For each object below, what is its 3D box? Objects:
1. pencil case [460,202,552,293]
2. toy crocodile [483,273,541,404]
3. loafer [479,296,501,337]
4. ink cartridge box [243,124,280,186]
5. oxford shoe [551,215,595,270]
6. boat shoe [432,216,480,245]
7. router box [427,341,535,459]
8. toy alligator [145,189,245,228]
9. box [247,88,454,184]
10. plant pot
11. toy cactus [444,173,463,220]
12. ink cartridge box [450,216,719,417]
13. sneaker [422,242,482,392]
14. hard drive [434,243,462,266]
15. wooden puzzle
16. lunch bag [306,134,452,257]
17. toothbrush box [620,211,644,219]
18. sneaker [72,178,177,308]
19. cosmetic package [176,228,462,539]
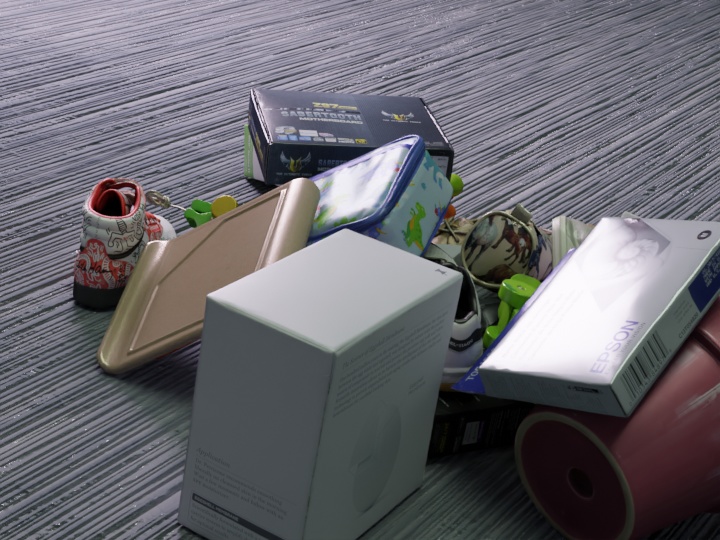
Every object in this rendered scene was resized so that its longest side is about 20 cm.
[{"bbox_3d":[0.171,-0.015,1.562,0.078,0.089,0.200,52,13,16],"label":"pencil case"},{"bbox_3d":[0.157,0.062,1.366,0.061,0.068,0.200,13,20,-10],"label":"toy crocodile"},{"bbox_3d":[0.184,0.060,1.514,0.199,0.068,0.071,-8,49,-40],"label":"loafer"},{"bbox_3d":[-0.052,-0.132,1.747,0.116,0.068,0.200,-1,9,-24],"label":"ink cartridge box"},{"bbox_3d":[0.214,0.042,1.430,0.057,0.202,0.075,-1,-19,5],"label":"oxford shoe"},{"bbox_3d":[0.104,-0.030,1.663,0.199,0.065,0.071,-12,33,-42],"label":"boat shoe"},{"bbox_3d":[0.062,0.097,1.387,0.148,0.052,0.200,-4,29,-34],"label":"router box"},{"bbox_3d":[-0.151,-0.045,1.609,0.198,0.059,0.055,10,65,17],"label":"toy alligator"},{"bbox_3d":[-0.014,-0.141,1.579,0.198,0.051,0.158,2,26,-12],"label":"box"},{"bbox_3d":[0.233,0.133,1.239,0.178,0.202,0.199,-28,43,-33],"label":"plant pot"},{"bbox_3d":[0.045,-0.076,1.647,0.198,0.103,0.165,-15,-6,-24],"label":"toy cactus"},{"bbox_3d":[0.189,0.031,1.227,0.199,0.041,0.200,2,42,50],"label":"ink cartridge box"},{"bbox_3d":[0.077,0.018,1.353,0.075,0.088,0.201,-4,36,-11],"label":"sneaker"},{"bbox_3d":[0.000,0.000,1.528,0.198,0.027,0.132,3,19,27],"label":"hard drive"},{"bbox_3d":[-0.134,0.008,1.363,0.199,0.037,0.186,-19,34,26],"label":"wooden puzzle"},{"bbox_3d":[-0.016,-0.044,1.424,0.199,0.083,0.161,-19,26,36],"label":"lunch bag"},{"bbox_3d":[0.321,0.053,1.459,0.199,0.147,0.086,25,-4,29],"label":"toothbrush box"},{"bbox_3d":[-0.229,-0.047,1.503,0.067,0.109,0.202,15,24,9],"label":"sneaker"},{"bbox_3d":[-0.031,0.098,1.165,0.122,0.202,0.199,23,26,24],"label":"cosmetic package"}]
